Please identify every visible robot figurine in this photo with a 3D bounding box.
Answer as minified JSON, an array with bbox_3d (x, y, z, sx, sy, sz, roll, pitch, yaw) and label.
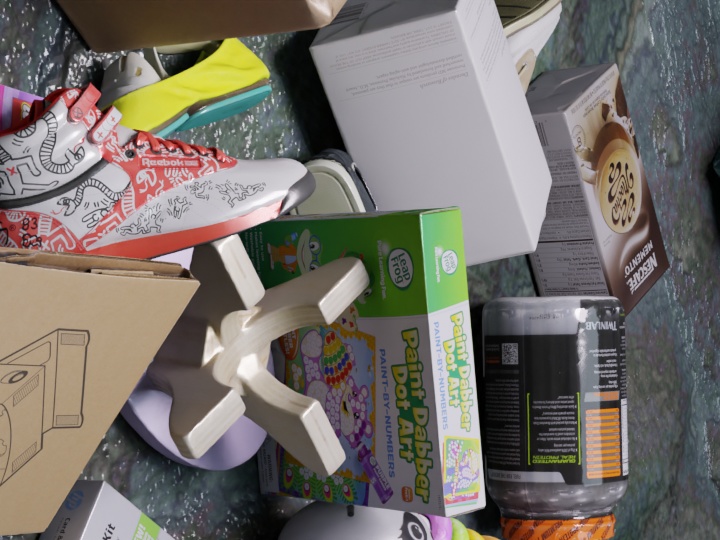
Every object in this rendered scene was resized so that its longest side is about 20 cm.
[{"bbox_3d":[0.000,0.261,1.379,0.124,0.149,0.203,-2,90,-41],"label":"robot figurine"}]

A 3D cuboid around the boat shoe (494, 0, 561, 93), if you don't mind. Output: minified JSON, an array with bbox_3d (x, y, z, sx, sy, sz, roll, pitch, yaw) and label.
[{"bbox_3d":[0.106,-0.171,1.599,0.200,0.074,0.069,-41,124,-36],"label":"boat shoe"}]

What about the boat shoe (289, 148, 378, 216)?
[{"bbox_3d":[-0.002,0.000,1.438,0.066,0.074,0.201,-68,138,-61],"label":"boat shoe"}]

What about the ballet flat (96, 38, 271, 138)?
[{"bbox_3d":[-0.133,-0.117,1.279,0.200,0.067,0.067,-33,94,-53],"label":"ballet flat"}]

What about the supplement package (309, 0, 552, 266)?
[{"bbox_3d":[0.057,-0.115,1.459,0.122,0.119,0.202,-68,141,-59],"label":"supplement package"}]

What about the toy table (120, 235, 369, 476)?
[{"bbox_3d":[-0.090,0.049,1.257,0.201,0.116,0.185,53,58,-32],"label":"toy table"}]

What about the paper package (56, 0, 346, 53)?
[{"bbox_3d":[-0.117,-0.240,1.180,0.191,0.198,0.104,56,47,-36],"label":"paper package"}]

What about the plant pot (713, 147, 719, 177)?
[{"bbox_3d":[0.450,-0.103,1.985,0.134,0.200,0.201,43,50,-10],"label":"plant pot"}]

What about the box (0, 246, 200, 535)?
[{"bbox_3d":[-0.198,0.075,1.101,0.163,0.021,0.201,5,125,-53],"label":"box"}]

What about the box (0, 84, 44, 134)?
[{"bbox_3d":[-0.249,-0.017,1.122,0.136,0.039,0.202,14,77,-53],"label":"box"}]

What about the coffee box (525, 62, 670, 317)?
[{"bbox_3d":[0.197,-0.067,1.704,0.113,0.079,0.202,-42,121,-47],"label":"coffee box"}]

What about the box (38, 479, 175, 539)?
[{"bbox_3d":[-0.149,0.251,1.248,0.200,0.041,0.157,48,52,-40],"label":"box"}]

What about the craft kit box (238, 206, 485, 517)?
[{"bbox_3d":[-0.003,0.061,1.324,0.048,0.196,0.202,-9,95,-44],"label":"craft kit box"}]

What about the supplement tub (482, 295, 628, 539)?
[{"bbox_3d":[0.163,0.123,1.614,0.122,0.122,0.203,2,88,-54],"label":"supplement tub"}]

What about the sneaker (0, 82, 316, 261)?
[{"bbox_3d":[-0.129,-0.064,1.139,0.199,0.067,0.109,-18,100,-16],"label":"sneaker"}]

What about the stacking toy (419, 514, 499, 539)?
[{"bbox_3d":[0.054,0.228,1.496,0.200,0.115,0.110,43,60,-28],"label":"stacking toy"}]
